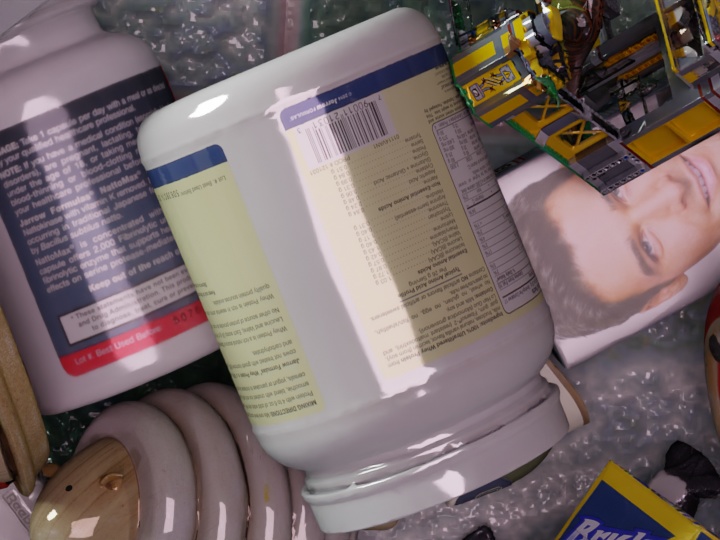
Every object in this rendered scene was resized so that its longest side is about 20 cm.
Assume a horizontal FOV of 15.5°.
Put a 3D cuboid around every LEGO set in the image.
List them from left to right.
[{"bbox_3d":[0.113,-0.141,1.195,0.115,0.201,0.154,-29,133,26],"label":"LEGO set"}]

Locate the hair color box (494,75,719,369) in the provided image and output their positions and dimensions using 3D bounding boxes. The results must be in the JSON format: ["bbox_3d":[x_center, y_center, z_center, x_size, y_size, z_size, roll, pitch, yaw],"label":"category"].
[{"bbox_3d":[0.162,-0.044,1.278,0.199,0.061,0.099,-28,95,0],"label":"hair color box"}]

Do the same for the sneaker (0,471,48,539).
[{"bbox_3d":[-0.165,0.137,1.275,0.200,0.076,0.081,37,82,-6],"label":"sneaker"}]

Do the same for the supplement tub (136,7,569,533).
[{"bbox_3d":[0.000,0.000,1.169,0.144,0.145,0.201,-22,95,-1],"label":"supplement tub"}]

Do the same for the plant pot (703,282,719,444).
[{"bbox_3d":[0.266,0.053,1.207,0.181,0.200,0.202,-18,95,-11],"label":"plant pot"}]

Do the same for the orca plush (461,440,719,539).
[{"bbox_3d":[0.100,0.166,1.304,0.200,0.071,0.105,-49,50,-8],"label":"orca plush"}]

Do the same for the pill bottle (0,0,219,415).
[{"bbox_3d":[-0.136,-0.046,1.236,0.119,0.120,0.201,-22,95,-1],"label":"pill bottle"}]

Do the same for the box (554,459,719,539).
[{"bbox_3d":[0.170,0.166,1.235,0.064,0.070,0.200,-53,134,-1],"label":"box"}]

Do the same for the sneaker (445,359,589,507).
[{"bbox_3d":[0.016,0.028,1.272,0.090,0.067,0.200,-42,98,-4],"label":"sneaker"}]

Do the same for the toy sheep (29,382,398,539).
[{"bbox_3d":[-0.067,0.119,1.246,0.199,0.137,0.139,4,95,-39],"label":"toy sheep"}]

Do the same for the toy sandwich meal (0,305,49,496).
[{"bbox_3d":[-0.207,0.018,1.198,0.070,0.205,0.206,-23,95,-12],"label":"toy sandwich meal"}]

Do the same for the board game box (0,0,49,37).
[{"bbox_3d":[-0.152,-0.170,1.190,0.200,0.126,0.035,-41,131,-26],"label":"board game box"}]
